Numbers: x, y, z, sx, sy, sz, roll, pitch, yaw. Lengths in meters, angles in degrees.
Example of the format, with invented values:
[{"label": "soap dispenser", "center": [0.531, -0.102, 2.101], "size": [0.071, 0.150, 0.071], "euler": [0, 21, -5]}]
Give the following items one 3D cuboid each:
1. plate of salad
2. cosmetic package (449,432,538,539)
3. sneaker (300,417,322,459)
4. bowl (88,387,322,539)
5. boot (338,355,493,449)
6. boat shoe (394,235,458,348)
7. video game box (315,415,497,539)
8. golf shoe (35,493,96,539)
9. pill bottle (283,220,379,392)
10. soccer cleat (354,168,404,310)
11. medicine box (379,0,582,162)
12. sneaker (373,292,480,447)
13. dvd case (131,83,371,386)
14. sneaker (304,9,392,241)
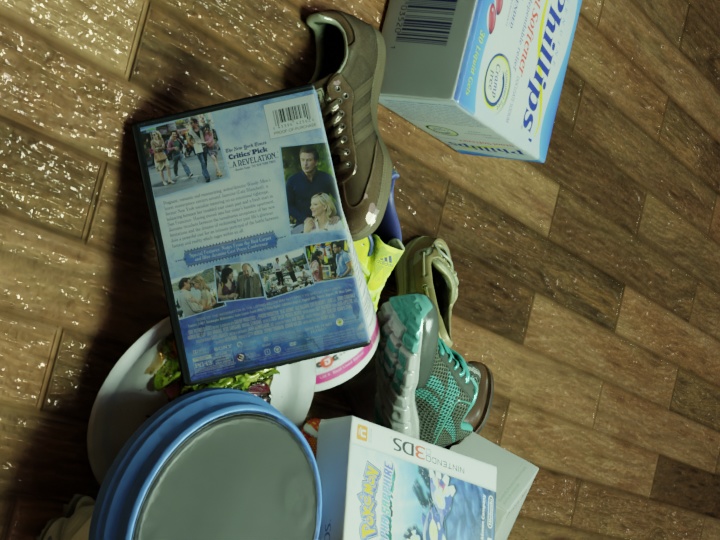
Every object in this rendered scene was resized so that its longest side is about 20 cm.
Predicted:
[{"label": "plate of salad", "center": [-0.116, 0.113, 1.229], "size": [0.199, 0.048, 0.202], "euler": [-19, 128, -26]}, {"label": "cosmetic package", "center": [0.089, 0.272, 1.550], "size": [0.108, 0.084, 0.201], "euler": [-36, 151, -60]}, {"label": "sneaker", "center": [0.002, 0.196, 1.344], "size": [0.200, 0.073, 0.077], "euler": [38, 88, -33]}, {"label": "bowl", "center": [-0.106, 0.188, 1.151], "size": [0.200, 0.039, 0.203], "euler": [-12, 108, -43]}, {"label": "boot", "center": [0.054, 0.100, 1.547], "size": [0.187, 0.064, 0.201], "euler": [-57, 137, -35]}, {"label": "boat shoe", "center": [0.068, 0.025, 1.485], "size": [0.074, 0.063, 0.201], "euler": [66, 21, -19]}, {"label": "video game box", "center": [0.035, 0.234, 1.266], "size": [0.181, 0.047, 0.202], "euler": [22, 63, -39]}, {"label": "golf shoe", "center": [-0.173, 0.262, 1.197], "size": [0.078, 0.096, 0.201], "euler": [-53, 140, -37]}, {"label": "pill bottle", "center": [-0.060, -0.009, 1.282], "size": [0.114, 0.113, 0.201], "euler": [-52, 138, -37]}, {"label": "soccer cleat", "center": [0.000, 0.000, 1.404], "size": [0.065, 0.083, 0.202], "euler": [-18, 114, -54]}, {"label": "medicine box", "center": [0.114, -0.219, 1.506], "size": [0.199, 0.102, 0.184], "euler": [22, 80, -56]}, {"label": "sneaker", "center": [0.062, 0.088, 1.376], "size": [0.090, 0.078, 0.201], "euler": [-15, 139, -15]}, {"label": "dvd case", "center": [-0.082, -0.027, 1.172], "size": [0.018, 0.141, 0.202], "euler": [89, -12, -83]}, {"label": "sneaker", "center": [-0.023, -0.124, 1.338], "size": [0.075, 0.070, 0.202], "euler": [19, 61, -43]}]
